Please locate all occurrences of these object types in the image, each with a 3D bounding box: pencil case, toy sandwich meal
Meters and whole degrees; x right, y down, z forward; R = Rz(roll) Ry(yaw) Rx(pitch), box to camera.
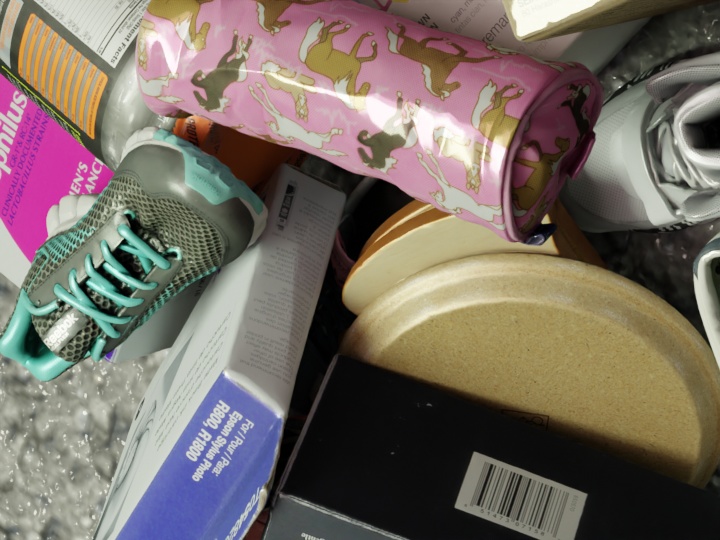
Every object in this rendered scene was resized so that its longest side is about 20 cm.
[{"bbox_3d":[0.001,-0.077,1.268,0.200,0.083,0.087,20,139,24],"label":"pencil case"},{"bbox_3d":[0.075,0.047,1.387,0.204,0.070,0.206,5,131,6],"label":"toy sandwich meal"}]

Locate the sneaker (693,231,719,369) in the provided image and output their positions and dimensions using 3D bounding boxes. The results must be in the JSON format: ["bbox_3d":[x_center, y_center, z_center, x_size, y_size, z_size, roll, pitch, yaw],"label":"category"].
[{"bbox_3d":[0.201,0.070,1.316,0.073,0.071,0.200,-34,82,37],"label":"sneaker"}]

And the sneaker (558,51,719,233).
[{"bbox_3d":[0.143,-0.058,1.308,0.200,0.115,0.075,-17,88,38],"label":"sneaker"}]

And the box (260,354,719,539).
[{"bbox_3d":[0.045,0.164,1.363,0.199,0.104,0.182,21,129,2],"label":"box"}]

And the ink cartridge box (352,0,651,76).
[{"bbox_3d":[0.033,-0.164,1.345,0.200,0.125,0.129,47,125,8],"label":"ink cartridge box"}]

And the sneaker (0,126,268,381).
[{"bbox_3d":[-0.109,0.002,1.364,0.078,0.091,0.200,36,153,-9],"label":"sneaker"}]

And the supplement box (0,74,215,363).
[{"bbox_3d":[-0.148,-0.055,1.541,0.200,0.103,0.101,37,121,28],"label":"supplement box"}]

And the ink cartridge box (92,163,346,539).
[{"bbox_3d":[-0.077,0.082,1.392,0.041,0.200,0.200,24,132,-10],"label":"ink cartridge box"}]

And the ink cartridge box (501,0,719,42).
[{"bbox_3d":[0.166,-0.163,1.215,0.165,0.200,0.075,-23,86,37],"label":"ink cartridge box"}]

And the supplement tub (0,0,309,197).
[{"bbox_3d":[-0.112,-0.121,1.429,0.200,0.122,0.123,41,121,24],"label":"supplement tub"}]

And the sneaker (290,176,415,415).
[{"bbox_3d":[0.000,0.000,1.450,0.070,0.082,0.200,45,123,21],"label":"sneaker"}]

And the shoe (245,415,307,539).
[{"bbox_3d":[-0.057,0.121,1.501,0.200,0.091,0.072,-11,49,35],"label":"shoe"}]
